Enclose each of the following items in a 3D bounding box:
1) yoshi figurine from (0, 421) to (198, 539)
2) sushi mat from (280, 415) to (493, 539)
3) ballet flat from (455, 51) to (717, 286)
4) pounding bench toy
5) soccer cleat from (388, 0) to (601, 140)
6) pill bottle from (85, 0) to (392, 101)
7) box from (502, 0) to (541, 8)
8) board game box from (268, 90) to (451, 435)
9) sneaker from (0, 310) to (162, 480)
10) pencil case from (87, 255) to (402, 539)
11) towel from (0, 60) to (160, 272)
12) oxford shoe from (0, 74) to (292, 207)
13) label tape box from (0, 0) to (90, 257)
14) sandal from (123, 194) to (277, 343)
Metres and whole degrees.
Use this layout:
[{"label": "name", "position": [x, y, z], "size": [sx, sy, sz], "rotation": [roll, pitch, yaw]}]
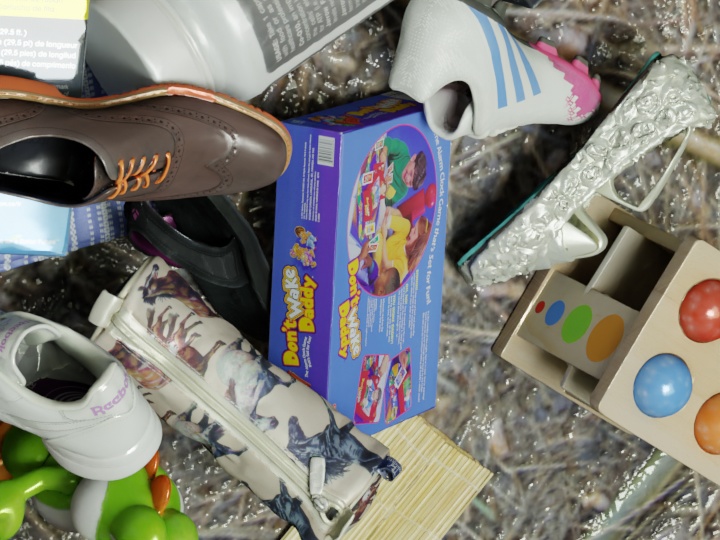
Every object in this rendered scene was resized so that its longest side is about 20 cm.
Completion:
[{"label": "yoshi figurine", "position": [-0.159, 0.150, 1.733], "size": [0.112, 0.200, 0.112], "rotation": [-27, 115, -18]}, {"label": "sushi mat", "position": [-0.007, 0.182, 1.926], "size": [0.096, 0.012, 0.200], "rotation": [42, 84, -31]}, {"label": "ballet flat", "position": [0.145, -0.050, 1.875], "size": [0.072, 0.072, 0.200], "rotation": [37, 104, -30]}, {"label": "pounding bench toy", "position": [0.222, 0.062, 1.924], "size": [0.200, 0.156, 0.124], "rotation": [31, 89, -30]}, {"label": "soccer cleat", "position": [0.077, -0.112, 1.826], "size": [0.200, 0.070, 0.086], "rotation": [27, 85, -55]}, {"label": "pill bottle", "position": [-0.061, -0.169, 1.732], "size": [0.200, 0.113, 0.113], "rotation": [-36, 117, -20]}, {"label": "box", "position": [0.059, -0.269, 1.767], "size": [0.106, 0.122, 0.200], "rotation": [-43, 119, -12]}, {"label": "board game box", "position": [0.000, 0.000, 1.822], "size": [0.134, 0.045, 0.200], "rotation": [-19, 117, -57]}, {"label": "sneaker", "position": [-0.202, 0.044, 1.676], "size": [0.075, 0.200, 0.100], "rotation": [-59, 155, -26]}, {"label": "pencil case", "position": [-0.074, 0.078, 1.734], "size": [0.200, 0.089, 0.078], "rotation": [40, 87, -2]}, {"label": "towel", "position": [-0.195, -0.076, 1.757], "size": [0.200, 0.024, 0.145], "rotation": [-16, 109, -24]}, {"label": "oxford shoe", "position": [-0.130, -0.058, 1.642], "size": [0.200, 0.073, 0.071], "rotation": [1, 123, -18]}, {"label": "label tape box", "position": [-0.231, -0.112, 1.673], "size": [0.144, 0.063, 0.200], "rotation": [2, 104, -21]}, {"label": "sandal", "position": [-0.097, -0.012, 1.763], "size": [0.048, 0.075, 0.200], "rotation": [-53, 138, -21]}]
